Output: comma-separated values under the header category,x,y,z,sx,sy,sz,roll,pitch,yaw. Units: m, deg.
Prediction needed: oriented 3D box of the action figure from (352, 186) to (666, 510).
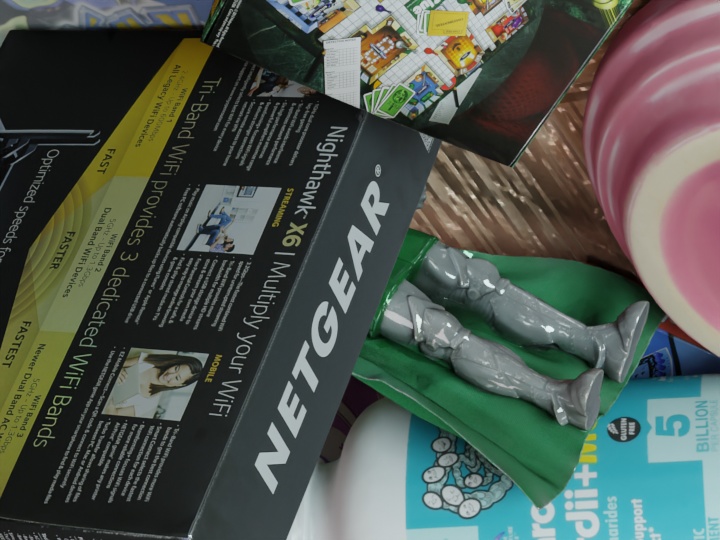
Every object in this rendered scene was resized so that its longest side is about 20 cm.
category,x,y,z,sx,sy,sz,roll,pitch,yaw
action figure,0.000,0.000,0.873,0.199,0.118,0.055,23,130,16

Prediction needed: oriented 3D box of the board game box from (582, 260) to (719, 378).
category,x,y,z,sx,sy,sz,roll,pitch,yaw
board game box,0.105,0.072,0.999,0.102,0.020,0.200,22,147,-2

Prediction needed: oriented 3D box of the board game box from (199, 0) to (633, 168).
category,x,y,z,sx,sy,sz,roll,pitch,yaw
board game box,0.035,-0.106,0.661,0.104,0.024,0.200,24,143,-9

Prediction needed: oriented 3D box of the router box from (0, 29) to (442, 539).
category,x,y,z,sx,sy,sz,roll,pitch,yaw
router box,-0.077,0.010,0.788,0.156,0.201,0.052,3,142,27

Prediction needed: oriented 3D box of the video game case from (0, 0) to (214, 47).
category,x,y,z,sx,sy,sz,roll,pitch,yaw
video game case,-0.095,-0.117,0.821,0.199,0.022,0.182,-10,135,40

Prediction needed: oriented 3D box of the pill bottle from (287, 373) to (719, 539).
category,x,y,z,sx,sy,sz,roll,pitch,yaw
pill bottle,0.063,0.097,0.901,0.199,0.111,0.111,-5,140,10

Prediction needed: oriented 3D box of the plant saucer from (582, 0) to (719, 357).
category,x,y,z,sx,sy,sz,roll,pitch,yaw
plant saucer,0.166,-0.017,0.811,0.199,0.051,0.201,17,146,12

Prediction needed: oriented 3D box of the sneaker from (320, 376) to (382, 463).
category,x,y,z,sx,sy,sz,roll,pitch,yaw
sneaker,-0.093,0.044,0.982,0.199,0.114,0.073,15,119,4
